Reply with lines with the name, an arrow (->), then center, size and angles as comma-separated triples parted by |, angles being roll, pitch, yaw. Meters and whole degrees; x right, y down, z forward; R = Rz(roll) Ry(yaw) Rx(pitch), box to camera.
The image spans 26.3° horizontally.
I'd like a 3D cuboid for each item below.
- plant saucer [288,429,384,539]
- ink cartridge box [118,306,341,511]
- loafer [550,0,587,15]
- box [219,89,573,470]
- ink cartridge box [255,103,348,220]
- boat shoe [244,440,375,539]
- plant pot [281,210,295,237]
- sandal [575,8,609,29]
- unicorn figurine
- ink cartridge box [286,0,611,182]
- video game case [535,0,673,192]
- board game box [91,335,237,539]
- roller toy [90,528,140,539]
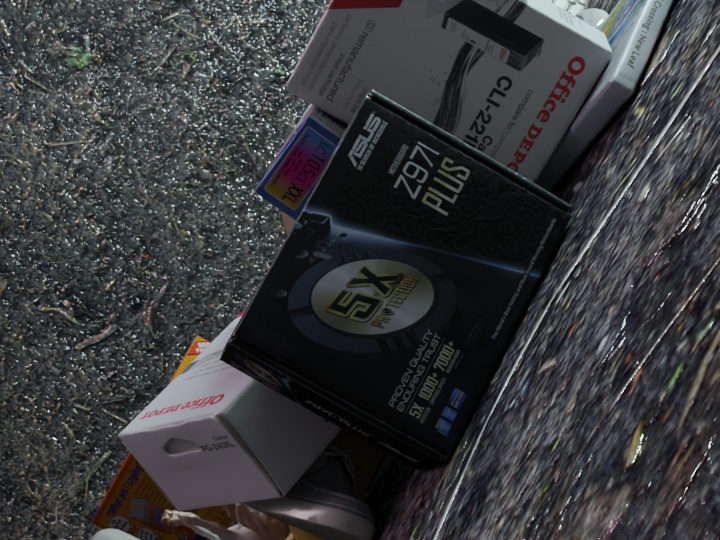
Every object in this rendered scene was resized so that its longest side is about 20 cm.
plant saucer -> -0.023, 0.138, 1.324 | 0.200, 0.048, 0.200 | -65, 12, 2
ink cartridge box -> -0.068, 0.088, 1.188 | 0.145, 0.083, 0.200 | -17, 23, 49
loafer -> 0.165, -0.198, 1.494 | 0.200, 0.070, 0.070 | -55, -10, -34
box -> 0.024, 0.009, 1.050 | 0.200, 0.163, 0.086 | -61, 3, -14
ink cartridge box -> 0.028, -0.047, 1.184 | 0.076, 0.200, 0.136 | -54, 5, 17
boat shoe -> -0.041, 0.160, 1.176 | 0.201, 0.070, 0.072 | 3, 68, 65
plant pot -> 0.037, -0.064, 1.550 | 0.201, 0.200, 0.134 | -60, 32, 1
sandal -> 0.151, -0.150, 1.375 | 0.202, 0.050, 0.083 | -39, 25, 17
unicorn figurine -> -0.112, 0.243, 1.378 | 0.200, 0.137, 0.074 | 140, 148, -72
ink cartridge box -> 0.067, -0.155, 1.148 | 0.145, 0.200, 0.084 | -60, 6, 18
video game case -> 0.188, -0.153, 1.190 | 0.182, 0.022, 0.200 | -63, 3, -31
board game box -> -0.196, 0.253, 2.004 | 0.200, 0.199, 0.200 | -57, 5, 41
roller toy -> -0.196, 0.335, 1.469 | 0.140, 0.200, 0.182 | -60, 15, -16
